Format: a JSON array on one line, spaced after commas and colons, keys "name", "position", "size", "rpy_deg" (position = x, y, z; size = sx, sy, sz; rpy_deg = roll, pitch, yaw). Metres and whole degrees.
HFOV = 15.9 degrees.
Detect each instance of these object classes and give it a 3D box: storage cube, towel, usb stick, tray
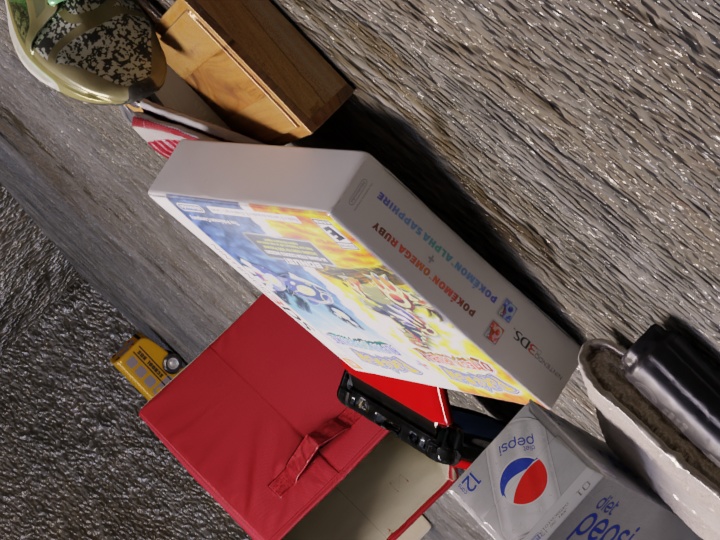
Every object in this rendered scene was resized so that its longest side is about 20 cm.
[{"name": "storage cube", "position": [-0.050, 0.146, 2.173], "size": [0.180, 0.171, 0.200], "rpy_deg": [42, 172, 28]}, {"name": "towel", "position": [-0.035, -0.031, 1.531], "size": [0.144, 0.023, 0.200], "rpy_deg": [21, 167, 41]}, {"name": "usb stick", "position": [0.198, 0.102, 1.172], "size": [0.200, 0.033, 0.055], "rpy_deg": [44, 179, 7]}, {"name": "tray", "position": [-0.065, -0.114, 1.414], "size": [0.099, 0.037, 0.200], "rpy_deg": [46, 173, -6]}, {"name": "towel", "position": [0.190, 0.122, 1.307], "size": [0.200, 0.034, 0.133], "rpy_deg": [42, 171, 23]}]

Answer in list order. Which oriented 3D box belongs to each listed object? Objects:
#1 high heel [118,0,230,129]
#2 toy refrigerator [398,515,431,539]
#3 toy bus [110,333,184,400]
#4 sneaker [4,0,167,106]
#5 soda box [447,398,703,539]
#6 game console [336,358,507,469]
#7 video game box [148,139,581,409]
[{"name": "high heel", "position": [-0.125, -0.131, 1.566], "size": [0.142, 0.072, 0.200], "rpy_deg": [27, 163, 38]}, {"name": "toy refrigerator", "position": [-0.005, 0.256, 2.874], "size": [0.076, 0.070, 0.200], "rpy_deg": [49, 171, -26]}, {"name": "toy bus", "position": [-0.278, 0.180, 3.861], "size": [0.200, 0.078, 0.065], "rpy_deg": [47, 172, -13]}, {"name": "sneaker", "position": [-0.171, -0.179, 1.429], "size": [0.200, 0.077, 0.089], "rpy_deg": [56, 160, 21]}, {"name": "soda box", "position": [0.127, 0.135, 1.399], "size": [0.063, 0.068, 0.200], "rpy_deg": [45, -174, 30]}, {"name": "game console", "position": [0.060, 0.058, 1.716], "size": [0.172, 0.119, 0.200], "rpy_deg": [15, -176, -22]}, {"name": "video game box", "position": [0.000, 0.000, 1.415], "size": [0.182, 0.047, 0.200], "rpy_deg": [39, 164, -29]}]
